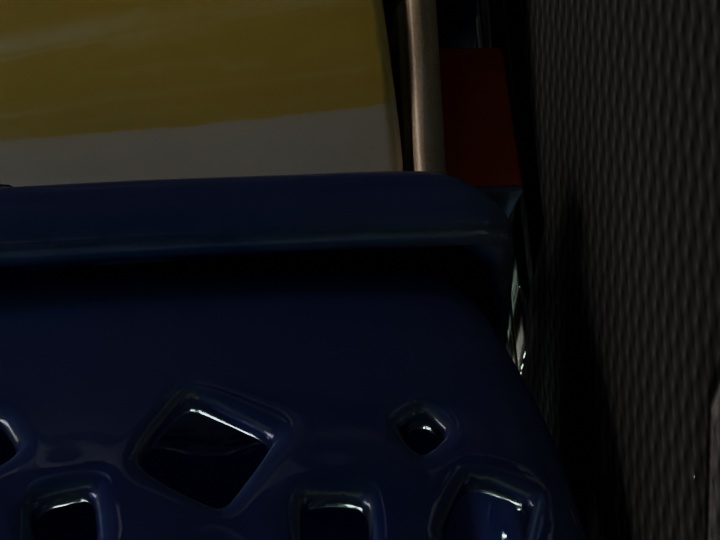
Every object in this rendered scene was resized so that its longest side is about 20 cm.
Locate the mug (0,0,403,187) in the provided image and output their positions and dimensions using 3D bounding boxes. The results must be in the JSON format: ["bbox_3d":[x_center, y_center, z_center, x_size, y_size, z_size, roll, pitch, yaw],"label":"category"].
[{"bbox_3d":[-0.071,-0.060,0.797,0.149,0.152,0.188,105,159,-80],"label":"mug"}]

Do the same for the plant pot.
[{"bbox_3d":[-0.040,0.084,0.681,0.200,0.198,0.181,90,176,-60],"label":"plant pot"}]

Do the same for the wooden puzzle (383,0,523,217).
[{"bbox_3d":[0.024,-0.074,0.823,0.185,0.046,0.202,103,159,-78],"label":"wooden puzzle"}]
